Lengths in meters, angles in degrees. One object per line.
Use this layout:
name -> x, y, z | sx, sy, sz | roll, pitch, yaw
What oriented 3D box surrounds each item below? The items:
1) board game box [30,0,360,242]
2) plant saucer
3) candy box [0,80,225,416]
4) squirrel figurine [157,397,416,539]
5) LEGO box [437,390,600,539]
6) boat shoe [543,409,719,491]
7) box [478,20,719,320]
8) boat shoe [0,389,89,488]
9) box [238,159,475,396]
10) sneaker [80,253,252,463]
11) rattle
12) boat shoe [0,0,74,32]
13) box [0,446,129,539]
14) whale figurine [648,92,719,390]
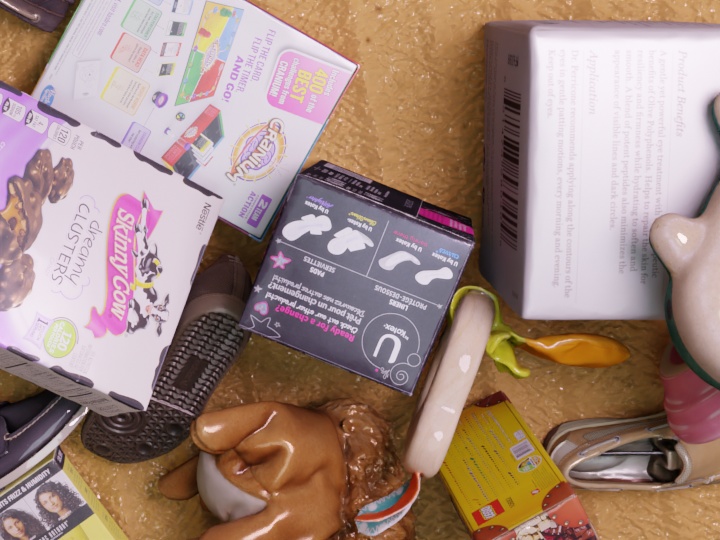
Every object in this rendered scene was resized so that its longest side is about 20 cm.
board game box -> -0.124, -0.135, 1.291 | 0.200, 0.040, 0.153 | 30, 95, -10
plant saucer -> 0.287, 0.036, 1.284 | 0.051, 0.201, 0.201 | 41, 93, -4
candy box -> -0.215, -0.015, 1.206 | 0.200, 0.071, 0.168 | 27, 70, -25
squirrel figurine -> -0.033, 0.198, 1.290 | 0.200, 0.142, 0.187 | -10, 68, -31
LEGO box -> 0.125, 0.198, 1.283 | 0.077, 0.200, 0.149 | -28, 110, -1
boat shoe -> 0.245, 0.143, 1.359 | 0.199, 0.076, 0.072 | -11, 100, -4
box -> 0.182, -0.078, 1.253 | 0.171, 0.200, 0.200 | 0, 100, -5
boat shoe -> -0.282, 0.129, 1.303 | 0.200, 0.073, 0.063 | -36, 104, 5
box -> 0.000, 0.000, 1.239 | 0.132, 0.200, 0.115 | 21, 96, 0
sneaker -> -0.136, 0.068, 1.302 | 0.070, 0.076, 0.200 | 32, 127, -20
rattle -> 0.091, 0.121, 1.258 | 0.143, 0.130, 0.200 | 29, 52, -14
boat shoe -> -0.296, -0.220, 1.242 | 0.199, 0.075, 0.074 | 17, 97, -7
box -> -0.203, 0.235, 1.339 | 0.075, 0.050, 0.200 | -34, 102, 0
whale figurine -> 0.258, -0.014, 1.136 | 0.159, 0.104, 0.201 | 3, 76, -9
